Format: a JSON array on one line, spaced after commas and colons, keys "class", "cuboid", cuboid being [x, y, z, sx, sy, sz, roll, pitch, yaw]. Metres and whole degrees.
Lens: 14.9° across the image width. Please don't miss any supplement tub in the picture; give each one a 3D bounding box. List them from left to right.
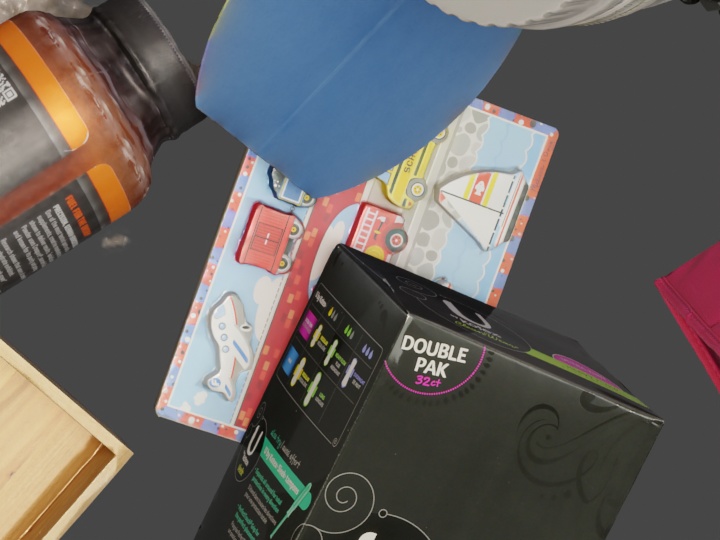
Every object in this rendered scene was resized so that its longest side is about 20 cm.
[{"class": "supplement tub", "cuboid": [-0.170, -0.047, 1.258, 0.200, 0.107, 0.107, -32, 106, -8]}]

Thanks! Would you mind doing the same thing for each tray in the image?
[{"class": "tray", "cuboid": [-0.213, 0.129, 1.312, 0.099, 0.037, 0.200, 42, 87, -18]}]

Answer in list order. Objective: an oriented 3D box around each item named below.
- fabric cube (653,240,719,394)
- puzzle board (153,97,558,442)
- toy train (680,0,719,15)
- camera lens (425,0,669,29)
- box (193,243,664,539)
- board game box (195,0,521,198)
[{"class": "fabric cube", "cuboid": [0.292, 0.054, 1.343, 0.199, 0.200, 0.197, -33, 107, 2]}, {"class": "puzzle board", "cuboid": [0.000, 0.000, 1.360, 0.150, 0.017, 0.201, 19, 94, -17]}, {"class": "toy train", "cuboid": [0.139, -0.211, 1.356, 0.046, 0.034, 0.200, -40, 106, -19]}, {"class": "camera lens", "cuboid": [0.112, -0.192, 1.164, 0.200, 0.160, 0.161, -22, 107, -46]}, {"class": "box", "cuboid": [0.023, 0.115, 1.314, 0.148, 0.124, 0.201, 23, 98, -22]}, {"class": "board game box", "cuboid": [-0.005, -0.122, 1.277, 0.158, 0.039, 0.200, -47, 147, 5]}]
